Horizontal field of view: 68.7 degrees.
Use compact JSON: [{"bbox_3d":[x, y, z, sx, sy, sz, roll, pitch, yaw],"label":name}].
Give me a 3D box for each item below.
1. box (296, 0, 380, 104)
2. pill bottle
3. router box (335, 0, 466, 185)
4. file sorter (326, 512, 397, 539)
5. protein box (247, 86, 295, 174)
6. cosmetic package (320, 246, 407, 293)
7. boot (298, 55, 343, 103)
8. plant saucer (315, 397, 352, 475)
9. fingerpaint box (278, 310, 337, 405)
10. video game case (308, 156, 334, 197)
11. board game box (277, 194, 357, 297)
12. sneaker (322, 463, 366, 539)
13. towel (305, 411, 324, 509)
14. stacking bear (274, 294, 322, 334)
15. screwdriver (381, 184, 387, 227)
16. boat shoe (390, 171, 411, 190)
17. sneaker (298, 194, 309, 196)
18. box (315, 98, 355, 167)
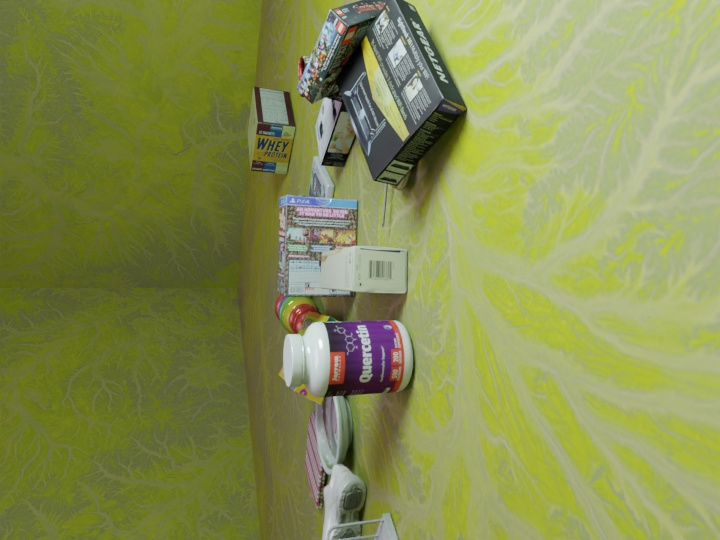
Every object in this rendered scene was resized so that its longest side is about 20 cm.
[{"bbox_3d":[-0.013,-0.361,0.850,0.200,0.037,0.137,-48,-4,-46],"label":"box"},{"bbox_3d":[-0.021,0.139,0.835,0.112,0.193,0.117,180,90,-70],"label":"pill bottle"},{"bbox_3d":[0.048,-0.255,0.753,0.157,0.051,0.206,-43,56,41],"label":"router box"},{"bbox_3d":[-0.005,0.543,0.891,0.140,0.120,0.206,-114,31,-52],"label":"file sorter"},{"bbox_3d":[-0.317,-0.490,1.851,0.201,0.130,0.205,113,152,-46],"label":"protein box"},{"bbox_3d":[0.000,0.000,0.930,0.199,0.101,0.074,179,93,-70],"label":"cosmetic package"},{"bbox_3d":[-0.033,-0.327,0.965,0.074,0.145,0.205,113,151,-46],"label":"boot"},{"bbox_3d":[-0.055,0.339,1.160,0.199,0.048,0.209,180,90,-72],"label":"plant saucer"},{"bbox_3d":[-0.103,0.189,1.184,0.171,0.072,0.199,-65,16,-10],"label":"fingerpaint box"},{"bbox_3d":[-0.112,-0.170,1.394,0.184,0.022,0.206,-115,31,-53],"label":"video game case"},{"bbox_3d":[-0.094,-0.051,1.127,0.096,0.154,0.209,-170,82,-70],"label":"board game box"},{"bbox_3d":[-0.043,0.488,1.074,0.099,0.076,0.207,35,114,57],"label":"sneaker"},{"bbox_3d":[-0.111,0.490,1.366,0.147,0.029,0.207,-121,34,-58],"label":"towel"},{"bbox_3d":[-0.151,0.123,1.384,0.199,0.110,0.126,-150,63,-64],"label":"stacking bear"},{"bbox_3d":[0.044,-0.179,0.907,0.029,0.027,0.208,18,105,40],"label":"screwdriver"},{"bbox_3d":[0.050,-0.233,0.846,0.073,0.060,0.209,170,100,-71],"label":"boat shoe"},{"bbox_3d":[-0.156,-0.079,1.390,0.140,0.075,0.207,129,147,-63],"label":"sneaker"},{"bbox_3d":[-0.045,-0.335,1.140,0.201,0.058,0.121,123,143,-58],"label":"box"}]
